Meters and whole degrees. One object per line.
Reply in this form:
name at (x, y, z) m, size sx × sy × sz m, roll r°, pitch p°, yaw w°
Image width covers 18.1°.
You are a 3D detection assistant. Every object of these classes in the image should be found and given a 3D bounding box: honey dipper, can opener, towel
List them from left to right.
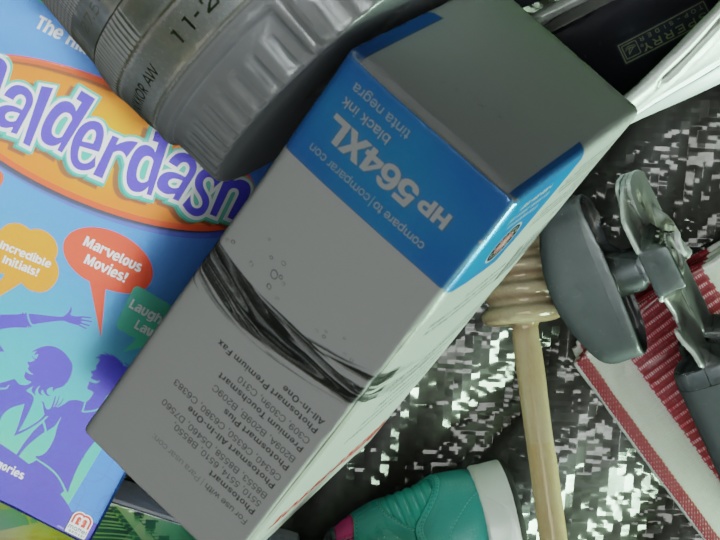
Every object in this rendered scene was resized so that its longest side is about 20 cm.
honey dipper at (0.077, 0.075, 0.977) m, size 0.038 × 0.038 × 0.201 m, roll -6°, pitch 85°, yaw 0°
can opener at (0.140, 0.049, 0.983) m, size 0.067 × 0.053 × 0.201 m, roll -19°, pitch 110°, yaw 21°
towel at (0.212, 0.032, 1.015) m, size 0.200 × 0.023 × 0.144 m, roll -35°, pitch 106°, yaw 9°

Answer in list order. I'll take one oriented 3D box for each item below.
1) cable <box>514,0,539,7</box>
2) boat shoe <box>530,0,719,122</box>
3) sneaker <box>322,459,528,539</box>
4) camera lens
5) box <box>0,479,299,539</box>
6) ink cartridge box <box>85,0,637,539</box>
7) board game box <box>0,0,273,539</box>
cable at (0.060, -0.194, 0.930) m, size 0.199 × 0.051 × 0.164 m, roll -18°, pitch 105°, yaw 3°
boat shoe at (0.076, -0.078, 0.942) m, size 0.200 × 0.065 × 0.074 m, roll -35°, pitch 68°, yaw 7°
sneaker at (0.022, 0.191, 1.016) m, size 0.120 × 0.084 × 0.201 m, roll -9°, pitch 98°, yaw -5°
camera lens at (-0.062, -0.156, 0.859) m, size 0.160 × 0.160 × 0.200 m, roll -41°, pitch 85°, yaw 8°
box at (-0.126, 0.192, 1.036) m, size 0.144 × 0.036 × 0.201 m, roll 18°, pitch 102°, yaw -7°
ink cartridge box at (0.000, 0.000, 0.878) m, size 0.084 × 0.146 × 0.200 m, roll 42°, pitch 118°, yaw 7°
board game box at (-0.136, -0.008, 0.960) m, size 0.152 × 0.045 × 0.201 m, roll 27°, pitch 92°, yaw -9°
